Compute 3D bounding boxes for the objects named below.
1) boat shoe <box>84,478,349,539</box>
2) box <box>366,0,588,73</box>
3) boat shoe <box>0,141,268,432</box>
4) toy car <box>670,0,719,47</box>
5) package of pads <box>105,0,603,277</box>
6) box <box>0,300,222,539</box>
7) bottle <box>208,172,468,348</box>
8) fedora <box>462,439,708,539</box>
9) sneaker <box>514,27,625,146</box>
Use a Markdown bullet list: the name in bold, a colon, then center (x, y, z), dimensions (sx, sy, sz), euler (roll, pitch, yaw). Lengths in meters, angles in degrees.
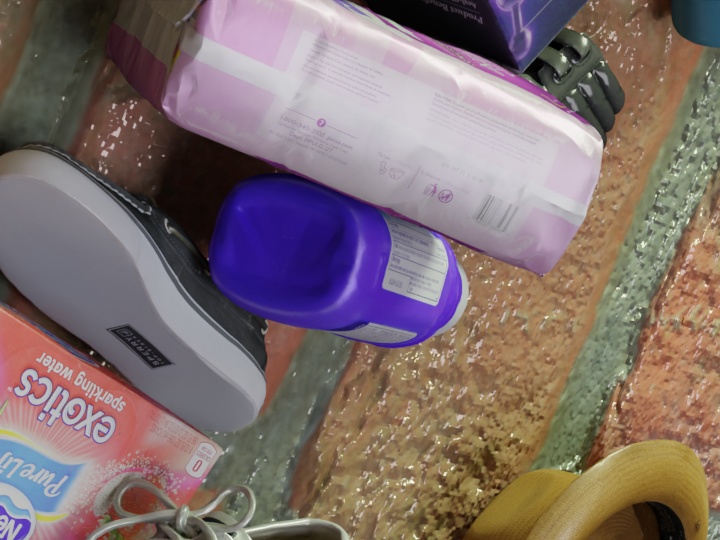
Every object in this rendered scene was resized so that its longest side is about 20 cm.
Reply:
- **boat shoe**: center (-0.071, 0.127, 1.056), dimensions (0.202, 0.074, 0.086), euler (4, 110, -49)
- **box**: center (0.052, -0.215, 1.126), dimensions (0.148, 0.104, 0.200), euler (-48, 137, -17)
- **boat shoe**: center (-0.102, 0.000, 1.119), dimensions (0.200, 0.068, 0.057), euler (52, 39, -45)
- **toy car**: center (0.270, -0.203, 1.285), dimensions (0.177, 0.200, 0.185), euler (-28, 129, -33)
- **package of pads**: center (-0.003, -0.074, 1.077), dimensions (0.199, 0.121, 0.076), euler (22, 100, -22)
- **box**: center (-0.166, 0.063, 1.053), dimensions (0.103, 0.095, 0.200), euler (-56, 139, -5)
- **bottle**: center (0.000, 0.000, 1.179), dimensions (0.200, 0.083, 0.066), euler (18, 88, -69)
- **fedora**: center (0.115, 0.168, 1.411), dimensions (0.200, 0.082, 0.201), euler (-30, 132, -39)
- **sneaker**: center (0.061, -0.089, 1.235), dimensions (0.200, 0.071, 0.099), euler (32, 80, -51)
